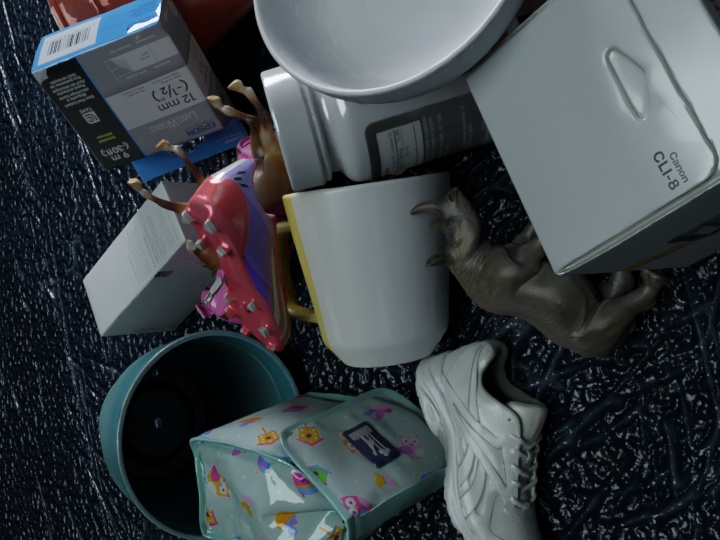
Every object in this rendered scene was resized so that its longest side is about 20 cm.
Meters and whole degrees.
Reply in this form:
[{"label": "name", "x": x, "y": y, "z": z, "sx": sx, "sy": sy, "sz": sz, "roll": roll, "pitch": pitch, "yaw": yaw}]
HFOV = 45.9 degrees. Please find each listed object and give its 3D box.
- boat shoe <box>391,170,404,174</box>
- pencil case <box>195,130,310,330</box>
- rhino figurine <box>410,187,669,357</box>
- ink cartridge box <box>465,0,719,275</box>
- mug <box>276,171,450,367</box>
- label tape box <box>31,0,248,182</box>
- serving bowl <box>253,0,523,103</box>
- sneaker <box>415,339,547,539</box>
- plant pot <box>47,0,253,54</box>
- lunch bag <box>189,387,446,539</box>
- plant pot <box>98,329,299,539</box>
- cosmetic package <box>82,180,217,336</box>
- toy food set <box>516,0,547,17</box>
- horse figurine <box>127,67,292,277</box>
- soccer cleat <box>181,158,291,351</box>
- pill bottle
[{"label": "boat shoe", "x": -0.009, "y": -0.146, "z": 0.827, "sx": 0.063, "sy": 0.073, "sz": 0.199, "roll": -46, "pitch": 43, "yaw": -18}, {"label": "pencil case", "x": -0.107, "y": -0.041, "z": 0.866, "sx": 0.091, "sy": 0.093, "sz": 0.203, "roll": 42, "pitch": 125, "yaw": 43}, {"label": "rhino figurine", "x": 0.126, "y": -0.003, "z": 0.656, "sx": 0.198, "sy": 0.060, "sz": 0.088, "roll": 26, "pitch": 108, "yaw": 10}, {"label": "ink cartridge box", "x": 0.194, "y": -0.094, "z": 0.535, "sx": 0.144, "sy": 0.198, "sz": 0.147, "roll": -36, "pitch": 68, "yaw": 36}, {"label": "mug", "x": 0.009, "y": -0.001, "z": 0.765, "sx": 0.186, "sy": 0.147, "sz": 0.156, "roll": -171, "pitch": 72, "yaw": -71}, {"label": "label tape box", "x": -0.217, "y": -0.168, "z": 0.880, "sx": 0.141, "sy": 0.201, "sz": 0.067, "roll": -17, "pitch": 44, "yaw": 11}, {"label": "serving bowl", "x": 0.027, "y": -0.197, "z": 0.550, "sx": 0.197, "sy": 0.066, "sz": 0.204, "roll": -7, "pitch": 76, "yaw": 28}, {"label": "sneaker", "x": 0.116, "y": 0.150, "z": 0.699, "sx": 0.099, "sy": 0.077, "sz": 0.203, "roll": -31, "pitch": 72, "yaw": 35}, {"label": "plant pot", "x": -0.193, "y": -0.318, "z": 0.898, "sx": 0.194, "sy": 0.200, "sz": 0.204, "roll": -25, "pitch": 75, "yaw": 31}, {"label": "lunch bag", "x": -0.028, "y": 0.181, "z": 0.766, "sx": 0.198, "sy": 0.169, "sz": 0.124, "roll": -3, "pitch": 97, "yaw": 42}, {"label": "plant pot", "x": -0.189, "y": 0.167, "z": 0.910, "sx": 0.187, "sy": 0.197, "sz": 0.204, "roll": -7, "pitch": 86, "yaw": 57}, {"label": "cosmetic package", "x": -0.219, "y": -0.010, "z": 0.974, "sx": 0.200, "sy": 0.112, "sz": 0.082, "roll": -44, "pitch": 63, "yaw": 35}, {"label": "toy food set", "x": 0.165, "y": -0.317, "z": 0.659, "sx": 0.142, "sy": 0.060, "sz": 0.204, "roll": -11, "pitch": 85, "yaw": 30}, {"label": "horse figurine", "x": -0.110, "y": -0.089, "z": 0.767, "sx": 0.199, "sy": 0.132, "sz": 0.050, "roll": -40, "pitch": 28, "yaw": 13}, {"label": "soccer cleat", "x": -0.092, "y": -0.006, "z": 0.756, "sx": 0.066, "sy": 0.077, "sz": 0.201, "roll": 23, "pitch": 148, "yaw": 35}, {"label": "pill bottle", "x": 0.027, "y": -0.138, "z": 0.677, "sx": 0.197, "sy": 0.114, "sz": 0.116, "roll": -17, "pitch": 77, "yaw": -3}]
